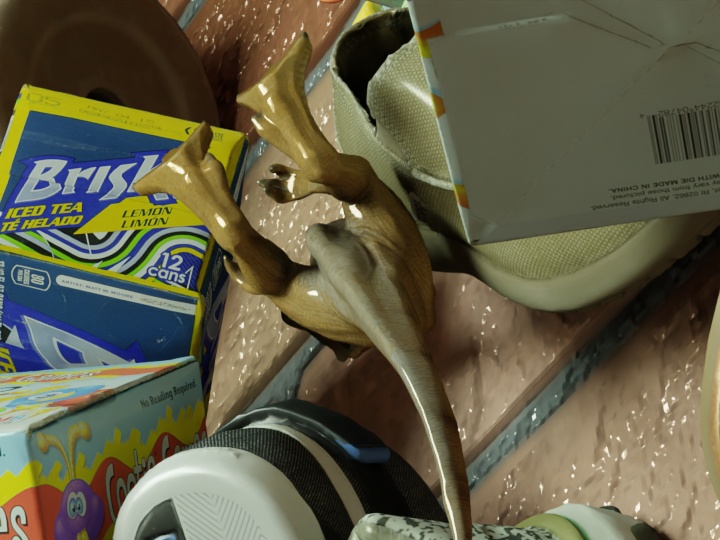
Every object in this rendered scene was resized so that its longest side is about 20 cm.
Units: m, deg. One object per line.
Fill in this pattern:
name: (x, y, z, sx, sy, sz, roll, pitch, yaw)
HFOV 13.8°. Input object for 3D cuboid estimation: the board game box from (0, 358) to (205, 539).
board game box: (-0.096, 0.133, 0.793, 0.105, 0.103, 0.200, -5, 96, 22)

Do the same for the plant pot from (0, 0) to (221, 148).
plant pot: (-0.148, -0.034, 1.057, 0.174, 0.200, 0.200, -18, 58, 41)

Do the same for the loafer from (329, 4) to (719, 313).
loafer: (0.040, -0.037, 0.755, 0.076, 0.067, 0.200, -42, 16, -21)

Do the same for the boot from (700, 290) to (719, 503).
boot: (0.134, 0.056, 0.537, 0.155, 0.074, 0.200, -18, 72, 62)

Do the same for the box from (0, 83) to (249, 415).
box: (-0.081, 0.037, 0.899, 0.200, 0.070, 0.064, 102, -179, -52)

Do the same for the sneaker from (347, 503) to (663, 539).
sneaker: (0.036, 0.128, 0.673, 0.077, 0.089, 0.200, -59, 30, 29)

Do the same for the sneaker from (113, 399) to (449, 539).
sneaker: (0.004, 0.130, 0.775, 0.073, 0.112, 0.200, -8, 99, 25)

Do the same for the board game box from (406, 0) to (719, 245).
board game box: (0.062, -0.119, 0.674, 0.103, 0.105, 0.200, 73, -169, -45)

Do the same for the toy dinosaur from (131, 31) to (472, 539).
toy dinosaur: (0.000, 0.000, 0.749, 0.060, 0.106, 0.200, -42, 9, 2)

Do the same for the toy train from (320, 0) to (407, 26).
toy train: (0.036, -0.142, 0.865, 0.150, 0.056, 0.200, -19, 59, 61)
